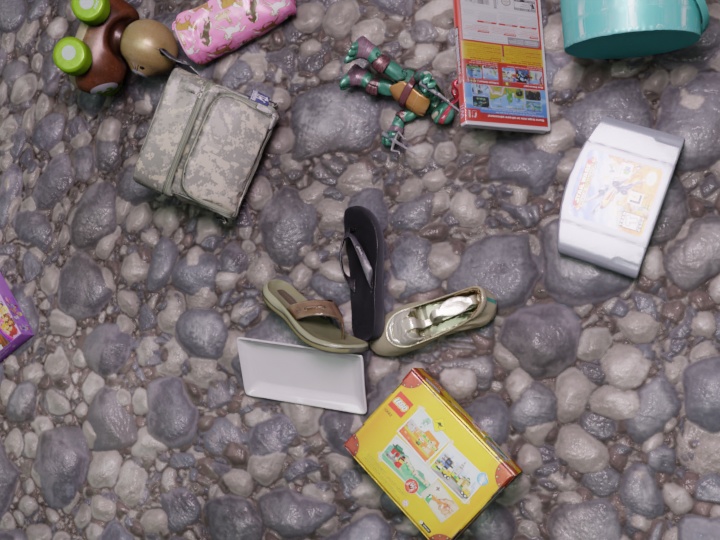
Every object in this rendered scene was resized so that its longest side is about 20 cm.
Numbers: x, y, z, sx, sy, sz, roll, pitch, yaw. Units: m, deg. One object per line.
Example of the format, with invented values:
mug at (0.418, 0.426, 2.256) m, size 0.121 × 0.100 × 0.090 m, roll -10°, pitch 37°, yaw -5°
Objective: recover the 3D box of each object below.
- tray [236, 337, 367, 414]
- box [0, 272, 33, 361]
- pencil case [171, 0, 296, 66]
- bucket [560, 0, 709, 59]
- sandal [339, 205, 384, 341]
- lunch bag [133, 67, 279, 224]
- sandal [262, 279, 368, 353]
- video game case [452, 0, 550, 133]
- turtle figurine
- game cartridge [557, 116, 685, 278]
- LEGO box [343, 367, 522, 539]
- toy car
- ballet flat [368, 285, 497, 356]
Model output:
tray at (-0.084, 0.150, 1.319) m, size 0.198 × 0.022 × 0.108 m, roll 7°, pitch 121°, yaw 18°
box at (-0.656, 0.066, 1.516) m, size 0.136 × 0.039 × 0.201 m, roll -37°, pitch 75°, yaw 9°
pencil case at (-0.199, -0.401, 1.406) m, size 0.198 × 0.083 × 0.087 m, roll -27°, pitch 70°, yaw 13°
bucket at (0.354, -0.362, 1.171) m, size 0.205 × 0.207 × 0.137 m, roll -2°, pitch 93°, yaw 17°
sandal at (0.000, 0.000, 1.296) m, size 0.076 × 0.042 × 0.203 m, roll -22°, pitch 70°, yaw 50°
lunch bag at (-0.231, -0.192, 1.369) m, size 0.166 × 0.139 × 0.202 m, roll 23°, pitch 92°, yaw 2°
sandal at (-0.069, 0.060, 1.295) m, size 0.200 × 0.079 × 0.058 m, roll 36°, pitch 113°, yaw 30°
video game case at (0.198, -0.297, 1.259) m, size 0.141 × 0.017 × 0.203 m, roll 1°, pitch 82°, yaw -24°
turtle figurine at (0.066, -0.252, 1.302) m, size 0.199 × 0.101 × 0.150 m, roll 34°, pitch 134°, yaw 10°
game cartridge at (0.348, -0.104, 1.227) m, size 0.132 × 0.042 × 0.202 m, roll 19°, pitch 90°, yaw 14°
LEGO box at (0.099, 0.258, 1.240) m, size 0.149 × 0.077 × 0.200 m, roll -47°, pitch 73°, yaw 7°
toy car at (-0.350, -0.336, 1.415) m, size 0.198 × 0.164 × 0.159 m, roll 20°, pitch 90°, yaw 6°
ballet flat at (0.096, 0.069, 1.269) m, size 0.198 × 0.069 × 0.070 m, roll -22°, pitch 78°, yaw 14°
